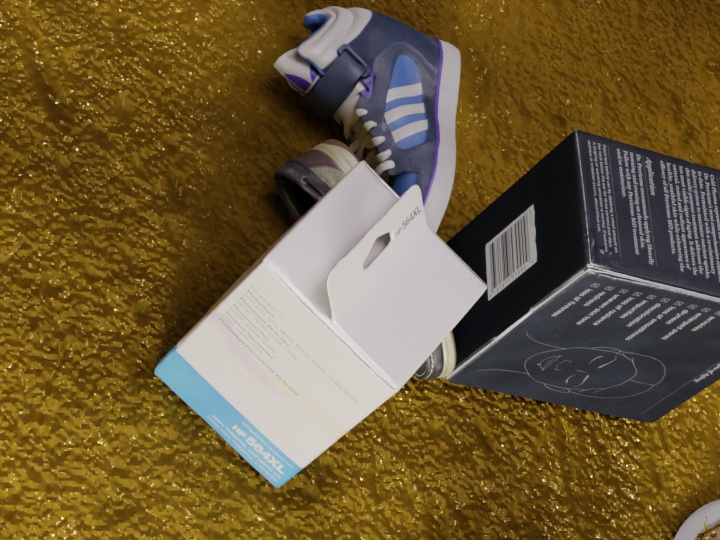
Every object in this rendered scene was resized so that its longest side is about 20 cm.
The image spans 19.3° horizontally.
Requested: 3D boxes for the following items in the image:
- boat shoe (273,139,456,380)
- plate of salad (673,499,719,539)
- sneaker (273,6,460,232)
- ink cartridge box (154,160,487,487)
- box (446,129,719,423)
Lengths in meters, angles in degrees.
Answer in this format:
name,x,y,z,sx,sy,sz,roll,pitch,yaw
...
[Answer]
name,x,y,z,sx,sy,sz,roll,pitch,yaw
boat shoe,0.000,0.000,1.575,0.065,0.073,0.200,-24,75,-28
plate of salad,0.322,0.266,1.640,0.200,0.048,0.200,16,57,-26
sneaker,-0.004,-0.113,1.631,0.146,0.081,0.200,16,60,-15
ink cartridge box,-0.023,0.034,1.449,0.125,0.200,0.129,45,50,-3
box,0.193,0.011,1.599,0.196,0.200,0.124,15,57,-26
